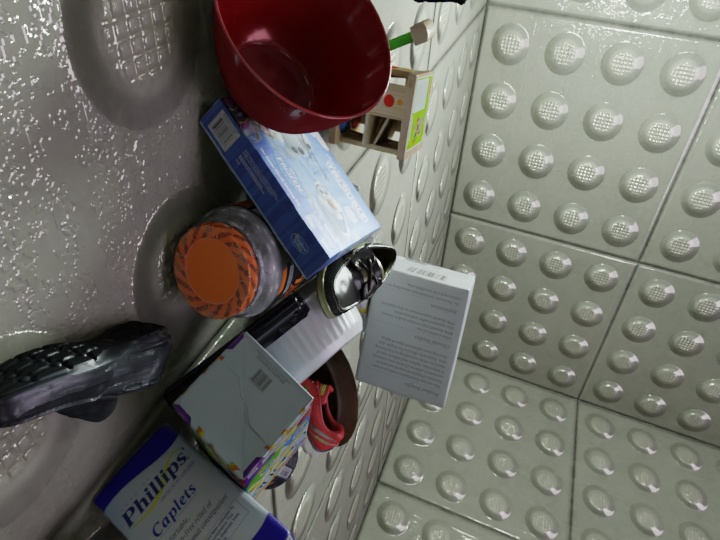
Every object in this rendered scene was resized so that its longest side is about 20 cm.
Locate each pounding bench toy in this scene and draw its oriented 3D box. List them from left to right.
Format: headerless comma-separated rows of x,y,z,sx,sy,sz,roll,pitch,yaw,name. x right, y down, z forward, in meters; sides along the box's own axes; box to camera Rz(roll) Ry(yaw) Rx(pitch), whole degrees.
0.032,-0.308,0.872,0.124,0.151,0.207,-45,147,-59,pounding bench toy

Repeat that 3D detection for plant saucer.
-0.077,0.220,0.972,0.034,0.198,0.208,-6,116,-38,plant saucer

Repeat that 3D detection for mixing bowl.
-0.074,-0.222,0.558,0.108,0.198,0.204,-30,-151,52,mixing bowl

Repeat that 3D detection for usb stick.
-0.145,0.096,0.638,0.197,0.033,0.056,-37,165,-6,usb stick

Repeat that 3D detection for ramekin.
-0.082,0.097,0.767,0.201,0.095,0.203,-40,174,-5,ramekin

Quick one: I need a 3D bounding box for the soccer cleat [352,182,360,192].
-0.055,-0.132,0.848,0.199,0.083,0.073,-29,133,-70,soccer cleat

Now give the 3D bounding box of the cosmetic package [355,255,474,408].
0.101,0.099,0.952,0.166,0.161,0.208,-25,129,-74,cosmetic package

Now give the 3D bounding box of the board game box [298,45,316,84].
-0.053,-0.279,0.726,0.200,0.033,0.132,-54,149,-77,board game box

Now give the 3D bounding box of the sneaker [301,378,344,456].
-0.088,0.204,0.900,0.205,0.083,0.077,62,14,1,sneaker

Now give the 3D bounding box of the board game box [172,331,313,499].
-0.127,0.176,0.608,0.103,0.104,0.202,-45,165,-26,board game box

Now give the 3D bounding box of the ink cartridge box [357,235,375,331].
-0.044,0.011,0.922,0.202,0.140,0.086,80,29,-59,ink cartridge box

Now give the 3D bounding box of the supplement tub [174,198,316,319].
-0.122,-0.021,0.634,0.200,0.118,0.127,-36,140,-66,supplement tub

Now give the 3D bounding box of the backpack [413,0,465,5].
0.072,-0.491,0.767,0.164,0.192,0.174,71,28,-61,backpack

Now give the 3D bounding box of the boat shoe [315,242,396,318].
0.000,0.001,0.717,0.201,0.064,0.074,-43,118,-65,boat shoe

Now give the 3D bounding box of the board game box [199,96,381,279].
-0.070,-0.108,0.643,0.043,0.203,0.199,-34,-179,22,board game box

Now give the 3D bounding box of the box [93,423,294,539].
-0.167,0.301,0.604,0.105,0.196,0.187,-48,154,-29,box

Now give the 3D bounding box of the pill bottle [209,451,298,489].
-0.162,0.259,0.794,0.202,0.102,0.109,74,35,-63,pill bottle

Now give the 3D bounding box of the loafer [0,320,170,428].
-0.227,0.095,0.451,0.200,0.065,0.074,-21,117,-76,loafer
